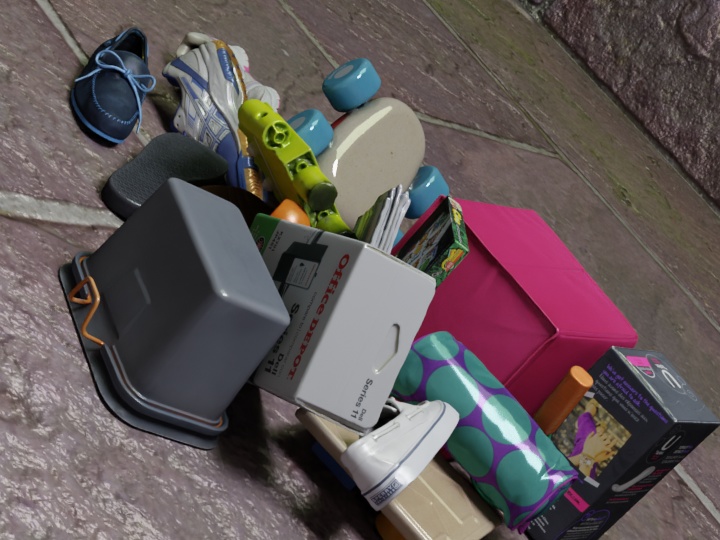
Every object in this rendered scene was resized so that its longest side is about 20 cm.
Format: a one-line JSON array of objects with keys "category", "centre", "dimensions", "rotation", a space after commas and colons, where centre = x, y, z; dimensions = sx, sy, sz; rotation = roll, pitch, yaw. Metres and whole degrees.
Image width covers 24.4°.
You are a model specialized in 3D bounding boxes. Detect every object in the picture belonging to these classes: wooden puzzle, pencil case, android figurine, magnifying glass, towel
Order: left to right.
[{"category": "android figurine", "centre": [-0.068, -0.090, 1.631], "dimensions": [0.200, 0.041, 0.182], "rotation": [47, -15, 50]}, {"category": "towel", "centre": [0.000, 0.000, 1.594], "dimensions": [0.024, 0.147, 0.200], "rotation": [22, -9, -6]}, {"category": "wooden puzzle", "centre": [0.030, 0.190, 1.522], "dimensions": [0.185, 0.046, 0.200], "rotation": [47, 16, 13]}, {"category": "pencil case", "centre": [0.110, 0.150, 1.575], "dimensions": [0.200, 0.092, 0.085], "rotation": [48, 40, 11]}, {"category": "magnifying glass", "centre": [0.166, 0.161, 1.608], "dimensions": [0.080, 0.200, 0.022], "rotation": [45, 44, 15]}]

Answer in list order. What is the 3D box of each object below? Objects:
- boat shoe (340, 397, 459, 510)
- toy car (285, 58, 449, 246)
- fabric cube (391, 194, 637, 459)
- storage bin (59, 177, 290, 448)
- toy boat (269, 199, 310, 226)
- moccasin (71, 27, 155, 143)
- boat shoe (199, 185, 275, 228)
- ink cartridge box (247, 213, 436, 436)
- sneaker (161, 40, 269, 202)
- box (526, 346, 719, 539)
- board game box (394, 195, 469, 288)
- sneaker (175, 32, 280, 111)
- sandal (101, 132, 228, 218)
[{"category": "boat shoe", "centre": [0.033, 0.140, 1.438], "dimensions": [0.065, 0.074, 0.200], "rotation": [48, 15, 1]}, {"category": "toy car", "centre": [-0.041, -0.110, 1.858], "dimensions": [0.177, 0.200, 0.184], "rotation": [-50, 118, -31]}, {"category": "fabric cube", "centre": [0.130, 0.062, 1.735], "dimensions": [0.200, 0.196, 0.199], "rotation": [52, 22, 23]}, {"category": "storage bin", "centre": [-0.155, 0.022, 1.388], "dimensions": [0.145, 0.134, 0.200], "rotation": [24, 26, -40]}, {"category": "toy boat", "centre": [-0.099, -0.015, 1.564], "dimensions": [0.200, 0.131, 0.131], "rotation": [29, 23, -31]}, {"category": "moccasin", "centre": [-0.258, -0.205, 1.746], "dimensions": [0.080, 0.068, 0.200], "rotation": [32, 23, -26]}, {"category": "boat shoe", "centre": [-0.108, -0.031, 1.702], "dimensions": [0.200, 0.063, 0.073], "rotation": [19, 45, -41]}, {"category": "ink cartridge box", "centre": [-0.042, 0.041, 1.424], "dimensions": [0.083, 0.147, 0.200], "rotation": [27, -6, -31]}, {"category": "sneaker", "centre": [-0.159, -0.149, 1.828], "dimensions": [0.075, 0.088, 0.200], "rotation": [48, 25, -70]}, {"category": "box", "centre": [0.246, 0.182, 1.697], "dimensions": [0.106, 0.200, 0.122], "rotation": [53, 22, 26]}, {"category": "board game box", "centre": [0.033, 0.025, 1.626], "dimensions": [0.023, 0.200, 0.105], "rotation": [33, 23, -19]}, {"category": "sneaker", "centre": [-0.163, -0.209, 1.927], "dimensions": [0.088, 0.081, 0.200], "rotation": [23, 19, -39]}, {"category": "sandal", "centre": [-0.202, -0.090, 1.674], "dimensions": [0.076, 0.043, 0.200], "rotation": [38, 29, 10]}]
